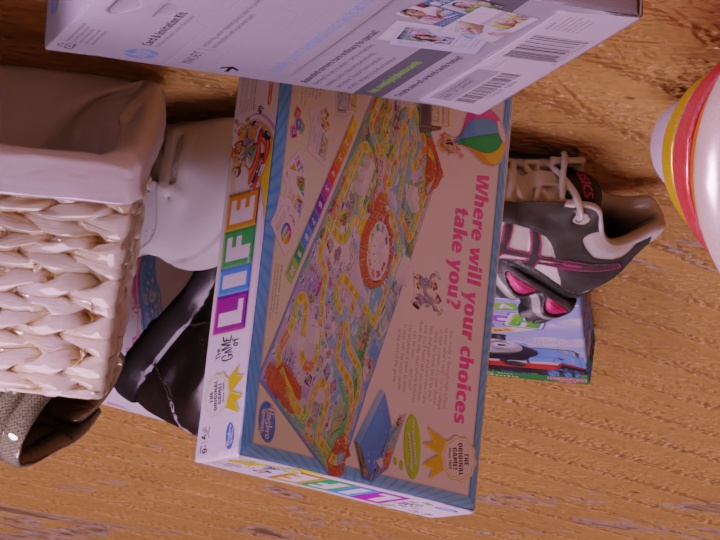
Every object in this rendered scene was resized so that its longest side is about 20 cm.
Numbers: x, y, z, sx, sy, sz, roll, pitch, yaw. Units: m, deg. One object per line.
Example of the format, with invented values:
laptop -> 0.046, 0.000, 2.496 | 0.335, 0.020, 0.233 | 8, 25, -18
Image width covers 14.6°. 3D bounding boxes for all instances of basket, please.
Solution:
basket -> -0.197, -0.024, 1.307 | 0.200, 0.124, 0.136 | 7, -160, -1

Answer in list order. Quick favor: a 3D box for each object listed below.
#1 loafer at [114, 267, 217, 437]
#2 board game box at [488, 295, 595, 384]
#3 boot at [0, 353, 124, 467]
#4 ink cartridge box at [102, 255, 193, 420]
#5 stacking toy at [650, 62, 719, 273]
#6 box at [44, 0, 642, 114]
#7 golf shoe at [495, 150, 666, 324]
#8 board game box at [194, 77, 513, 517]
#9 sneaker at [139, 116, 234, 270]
loafer -> -0.049, 0.014, 1.451 | 0.071, 0.073, 0.200 | 43, 128, 5
board game box -> 0.059, 0.023, 1.654 | 0.151, 0.037, 0.200 | 5, 165, 8
boot -> -0.188, 0.021, 1.434 | 0.155, 0.072, 0.200 | 21, -147, 13
ink cartridge box -> -0.110, 0.033, 1.599 | 0.200, 0.088, 0.145 | 13, 167, 13
stacking toy -> 0.174, -0.048, 1.210 | 0.146, 0.146, 0.200 | 12, -179, -20
box -> -0.010, -0.112, 1.128 | 0.200, 0.041, 0.156 | 6, 166, -20
golf shoe -> 0.067, -0.038, 1.382 | 0.088, 0.077, 0.200 | -28, 151, 30
board game box -> 0.000, 0.000, 1.259 | 0.134, 0.200, 0.034 | 17, 162, -35
sneaker -> -0.116, -0.047, 1.405 | 0.088, 0.075, 0.200 | 30, 156, -32
